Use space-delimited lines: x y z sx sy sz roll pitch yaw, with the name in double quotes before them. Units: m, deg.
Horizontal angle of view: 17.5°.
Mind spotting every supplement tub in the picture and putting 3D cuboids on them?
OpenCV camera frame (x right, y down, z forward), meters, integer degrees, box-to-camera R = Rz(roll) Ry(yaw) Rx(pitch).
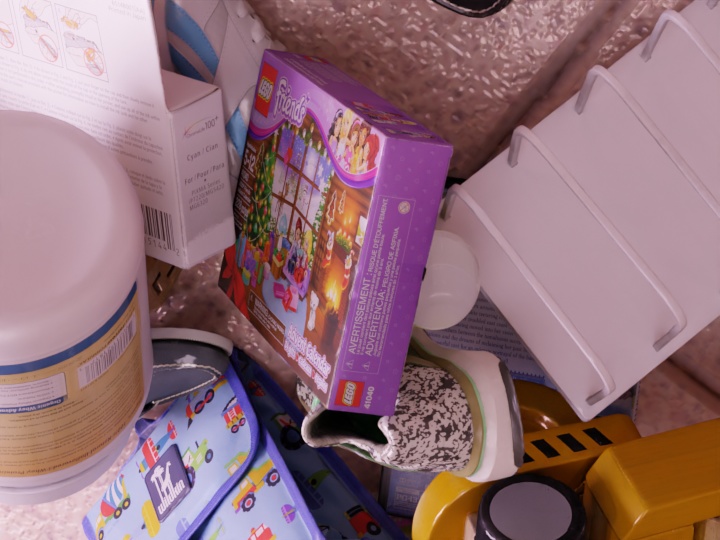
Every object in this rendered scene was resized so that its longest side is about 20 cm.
"supplement tub" -0.183 0.026 1.235 0.144 0.145 0.200 13 148 5

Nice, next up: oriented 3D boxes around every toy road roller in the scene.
"toy road roller" 0.125 0.125 1.260 0.199 0.146 0.123 -11 133 -14

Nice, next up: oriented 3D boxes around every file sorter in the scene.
"file sorter" 0.153 -0.043 1.182 0.200 0.125 0.139 -38 84 -4

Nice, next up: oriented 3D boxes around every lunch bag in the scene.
"lunch bag" -0.079 0.152 1.379 0.094 0.200 0.151 19 114 -45

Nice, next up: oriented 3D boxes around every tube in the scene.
"tube" 0.000 0.000 1.257 0.058 0.200 0.052 -12 98 -20

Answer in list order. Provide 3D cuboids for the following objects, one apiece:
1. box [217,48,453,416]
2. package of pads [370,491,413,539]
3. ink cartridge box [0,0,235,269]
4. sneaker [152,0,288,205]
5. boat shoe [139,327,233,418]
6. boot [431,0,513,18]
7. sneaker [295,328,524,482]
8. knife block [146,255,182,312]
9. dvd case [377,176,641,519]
"box" -0.018 -0.025 1.193 0.039 0.200 0.138 7 104 -22
"package of pads" 0.067 0.199 1.420 0.199 0.068 0.155 -10 115 16
"ink cartridge box" -0.158 -0.109 1.270 0.199 0.045 0.177 20 126 39
"sneaker" -0.078 -0.121 1.293 0.080 0.077 0.201 -10 114 -4
"boat shoe" -0.155 0.085 1.390 0.199 0.062 0.073 -19 152 31
"boot" -0.005 -0.183 1.194 0.200 0.151 0.073 44 117 -11
"sneaker" 0.002 0.066 1.212 0.088 0.200 0.078 -5 95 -28
"knife block" -0.219 0.039 1.403 0.199 0.064 0.176 16 119 3
"dvd case" 0.090 0.053 1.329 0.142 0.018 0.201 9 100 13
